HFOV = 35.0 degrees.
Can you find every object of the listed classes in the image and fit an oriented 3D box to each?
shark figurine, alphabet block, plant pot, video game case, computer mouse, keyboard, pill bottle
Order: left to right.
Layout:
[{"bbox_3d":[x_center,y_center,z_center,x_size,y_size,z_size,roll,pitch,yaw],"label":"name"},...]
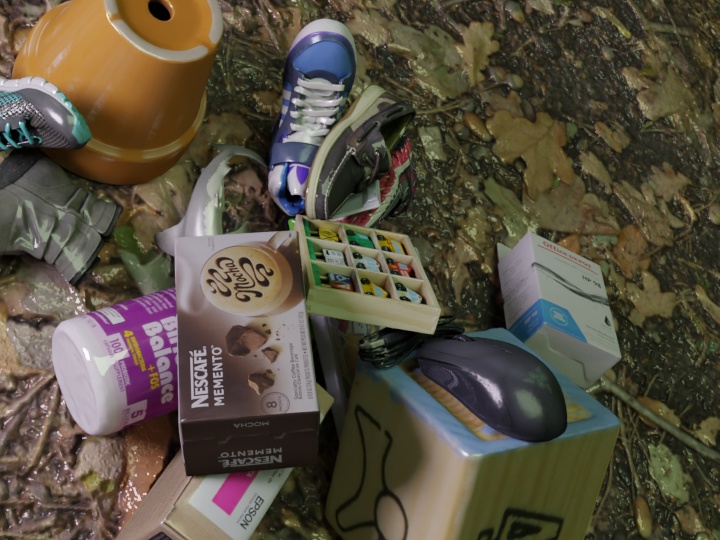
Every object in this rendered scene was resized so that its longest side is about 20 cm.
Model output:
[{"bbox_3d":[-0.230,-0.217,1.158,0.200,0.183,0.201,15,60,-27],"label":"plant pot"},{"bbox_3d":[-0.179,0.074,1.084,0.200,0.112,0.113,-19,78,-32],"label":"pill bottle"},{"bbox_3d":[-0.170,-0.055,1.191,0.128,0.089,0.215,34,53,-58],"label":"shark figurine"},{"bbox_3d":[-0.008,-0.114,1.285,0.200,0.056,0.011,-92,159,-58],"label":"keyboard"},{"bbox_3d":[0.023,0.076,1.234,0.182,0.023,0.201,-5,78,-49],"label":"video game case"},{"bbox_3d":[0.103,0.195,1.114,0.196,0.201,0.195,-5,30,-33],"label":"alphabet block"},{"bbox_3d":[0.107,0.086,1.045,0.200,0.053,0.138,31,29,36],"label":"computer mouse"}]

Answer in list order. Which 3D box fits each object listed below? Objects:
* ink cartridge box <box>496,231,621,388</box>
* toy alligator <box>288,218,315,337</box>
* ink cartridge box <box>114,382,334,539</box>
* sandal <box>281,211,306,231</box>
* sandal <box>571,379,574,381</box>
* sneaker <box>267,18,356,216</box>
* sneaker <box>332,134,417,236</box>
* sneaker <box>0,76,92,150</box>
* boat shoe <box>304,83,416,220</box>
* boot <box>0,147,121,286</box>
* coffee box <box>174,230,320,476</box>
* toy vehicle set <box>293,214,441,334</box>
[{"bbox_3d":[0.234,0.032,1.374,0.116,0.067,0.200,24,38,-21],"label":"ink cartridge box"},{"bbox_3d":[-0.053,0.044,1.232,0.059,0.054,0.201,-15,83,-63],"label":"toy alligator"},{"bbox_3d":[-0.129,0.190,1.034,0.075,0.165,0.200,41,52,-8],"label":"ink cartridge box"},{"bbox_3d":[-0.002,-0.003,1.287,0.200,0.048,0.075,42,52,-9],"label":"sandal"},{"bbox_3d":[0.194,0.128,1.342,0.082,0.055,0.200,49,42,15],"label":"sandal"},{"bbox_3d":[-0.051,-0.150,1.227,0.080,0.200,0.147,9,50,-15],"label":"sneaker"},{"bbox_3d":[0.025,-0.083,1.302,0.075,0.080,0.200,68,30,-25],"label":"sneaker"},{"bbox_3d":[-0.341,-0.136,1.079,0.091,0.199,0.078,-57,146,-26],"label":"sneaker"},{"bbox_3d":[0.003,-0.125,1.213,0.066,0.072,0.201,16,48,15],"label":"boat shoe"},{"bbox_3d":[-0.316,-0.027,1.082,0.131,0.068,0.200,37,50,-9],"label":"boot"},{"bbox_3d":[-0.099,0.066,0.974,0.113,0.080,0.200,-3,49,-6],"label":"coffee box"},{"bbox_3d":[0.000,0.000,1.125,0.124,0.027,0.200,10,20,-11],"label":"toy vehicle set"}]
